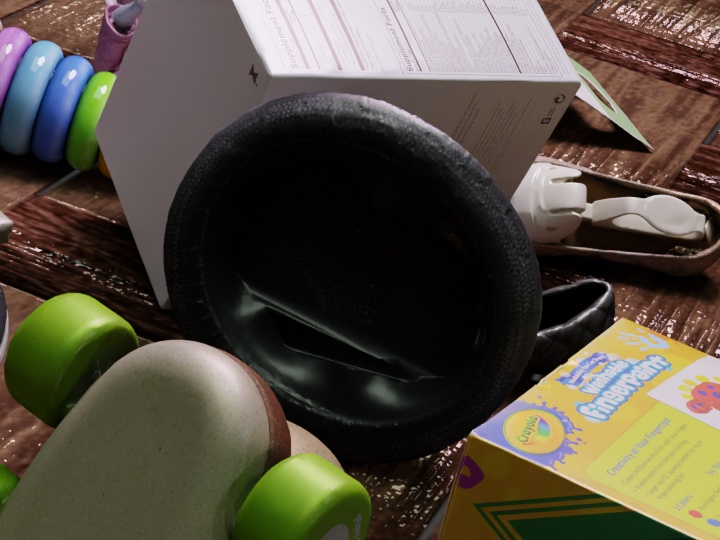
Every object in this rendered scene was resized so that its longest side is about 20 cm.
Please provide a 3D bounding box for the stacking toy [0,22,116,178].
[{"bbox_3d":[-0.163,-0.092,1.397,0.199,0.086,0.085,19,24,-2],"label":"stacking toy"}]

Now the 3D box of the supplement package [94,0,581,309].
[{"bbox_3d":[-0.019,-0.094,1.280,0.199,0.191,0.147,-1,50,-30],"label":"supplement package"}]

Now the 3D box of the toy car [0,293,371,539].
[{"bbox_3d":[-0.061,0.121,0.953,0.164,0.158,0.200,33,1,30],"label":"toy car"}]

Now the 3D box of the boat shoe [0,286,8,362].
[{"bbox_3d":[-0.228,0.029,1.101,0.074,0.061,0.200,18,24,13],"label":"boat shoe"}]

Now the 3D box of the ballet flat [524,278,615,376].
[{"bbox_3d":[0.049,0.030,1.248,0.199,0.057,0.067,-2,32,-21],"label":"ballet flat"}]

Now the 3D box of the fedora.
[{"bbox_3d":[0.000,0.000,1.157,0.200,0.201,0.092,17,11,8],"label":"fedora"}]

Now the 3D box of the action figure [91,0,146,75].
[{"bbox_3d":[-0.149,-0.156,1.503,0.149,0.134,0.200,-14,39,32],"label":"action figure"}]

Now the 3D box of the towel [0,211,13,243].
[{"bbox_3d":[-0.314,-0.032,1.169,0.200,0.035,0.192,-10,16,-44],"label":"towel"}]

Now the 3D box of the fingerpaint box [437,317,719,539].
[{"bbox_3d":[0.158,0.112,1.108,0.166,0.074,0.200,24,25,20],"label":"fingerpaint box"}]

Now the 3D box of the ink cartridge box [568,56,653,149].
[{"bbox_3d":[0.119,-0.158,1.693,0.200,0.048,0.146,35,15,-31],"label":"ink cartridge box"}]

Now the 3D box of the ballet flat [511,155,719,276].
[{"bbox_3d":[0.149,-0.040,1.434,0.199,0.068,0.067,7,-9,-14],"label":"ballet flat"}]
